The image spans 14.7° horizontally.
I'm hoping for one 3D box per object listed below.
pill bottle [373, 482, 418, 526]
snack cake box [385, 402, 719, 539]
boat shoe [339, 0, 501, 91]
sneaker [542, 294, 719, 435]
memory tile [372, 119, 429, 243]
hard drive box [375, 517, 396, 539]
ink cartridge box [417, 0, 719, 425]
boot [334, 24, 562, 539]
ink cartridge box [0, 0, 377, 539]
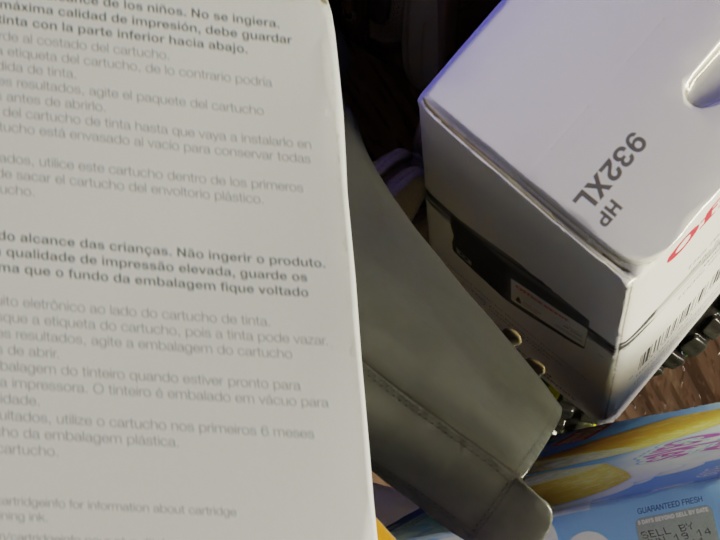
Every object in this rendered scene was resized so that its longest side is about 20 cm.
[{"bbox_3d":[-0.010,0.177,0.919,0.113,0.112,0.201,45,60,-64],"label":"pill bottle"},{"bbox_3d":[0.086,0.085,0.820,0.200,0.114,0.068,-16,91,-68],"label":"snack cake box"},{"bbox_3d":[0.021,-0.150,0.884,0.072,0.072,0.201,-34,140,-38],"label":"boat shoe"},{"bbox_3d":[0.084,-0.003,1.042,0.200,0.078,0.086,-46,-157,53],"label":"sneaker"},{"bbox_3d":[0.038,-0.035,0.937,0.153,0.017,0.200,-50,167,-9],"label":"memory tile"},{"bbox_3d":[-0.096,0.090,0.537,0.200,0.156,0.077,-37,171,-34],"label":"hard drive box"},{"bbox_3d":[0.093,-0.049,0.856,0.145,0.084,0.200,-49,169,-9],"label":"ink cartridge box"},{"bbox_3d":[0.000,0.000,0.776,0.078,0.138,0.200,-55,-176,29],"label":"boot"},{"bbox_3d":[-0.096,-0.005,0.514,0.041,0.198,0.201,132,-41,-57],"label":"ink cartridge box"}]
